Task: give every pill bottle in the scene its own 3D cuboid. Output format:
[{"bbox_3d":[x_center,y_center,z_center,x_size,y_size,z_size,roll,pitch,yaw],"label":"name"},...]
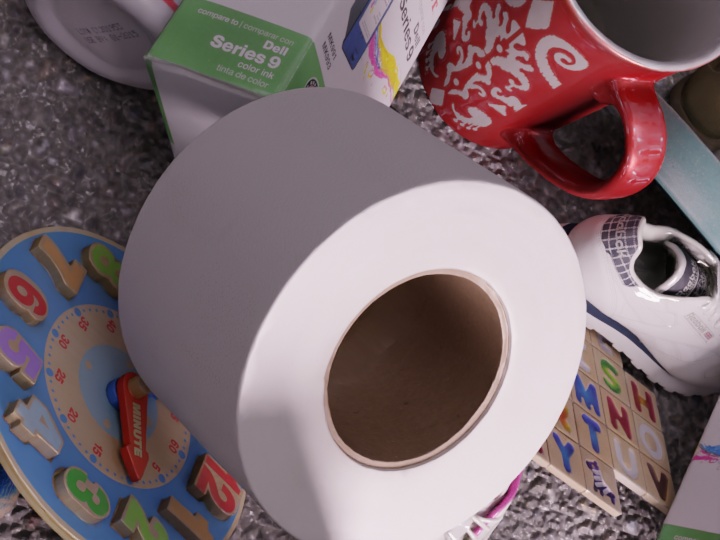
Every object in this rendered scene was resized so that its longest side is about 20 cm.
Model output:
[{"bbox_3d":[-0.104,-0.213,1.066,0.109,0.109,0.201,35,65,-13],"label":"pill bottle"}]

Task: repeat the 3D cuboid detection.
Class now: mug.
[{"bbox_3d":[0.117,-0.135,1.099,0.133,0.200,0.178,28,68,-17],"label":"mug"}]

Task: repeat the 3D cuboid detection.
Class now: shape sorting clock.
[{"bbox_3d":[-0.129,0.066,0.972,0.200,0.039,0.201,41,36,-38],"label":"shape sorting clock"}]

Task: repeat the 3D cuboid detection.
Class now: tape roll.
[{"bbox_3d":[-0.005,0.023,0.924,0.202,0.139,0.204,-16,122,-27],"label":"tape roll"}]

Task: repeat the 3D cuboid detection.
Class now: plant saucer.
[{"bbox_3d":[0.226,-0.037,1.153,0.036,0.200,0.200,-40,96,7],"label":"plant saucer"}]

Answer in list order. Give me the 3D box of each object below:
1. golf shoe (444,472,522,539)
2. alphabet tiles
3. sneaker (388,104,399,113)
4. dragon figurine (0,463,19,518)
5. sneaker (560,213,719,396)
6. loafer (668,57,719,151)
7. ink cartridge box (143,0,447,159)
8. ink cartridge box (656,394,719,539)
[{"bbox_3d":[0.044,0.145,1.056,0.075,0.091,0.201,26,69,-18],"label":"golf shoe"},{"bbox_3d":[0.123,0.067,1.093,0.200,0.008,0.168,36,33,-32],"label":"alphabet tiles"},{"bbox_3d":[-0.002,0.000,1.088,0.104,0.060,0.201,-14,87,-32],"label":"sneaker"},{"bbox_3d":[-0.229,0.098,0.956,0.199,0.059,0.100,9,71,-27],"label":"dragon figurine"},{"bbox_3d":[0.206,0.023,1.155,0.199,0.080,0.077,26,59,-35],"label":"sneaker"},{"bbox_3d":[0.303,-0.143,1.261,0.200,0.067,0.076,-34,92,-28],"label":"loafer"},{"bbox_3d":[-0.030,-0.141,1.045,0.087,0.146,0.201,19,62,17],"label":"ink cartridge box"},{"bbox_3d":[0.268,0.154,1.131,0.145,0.084,0.201,52,58,-39],"label":"ink cartridge box"}]
